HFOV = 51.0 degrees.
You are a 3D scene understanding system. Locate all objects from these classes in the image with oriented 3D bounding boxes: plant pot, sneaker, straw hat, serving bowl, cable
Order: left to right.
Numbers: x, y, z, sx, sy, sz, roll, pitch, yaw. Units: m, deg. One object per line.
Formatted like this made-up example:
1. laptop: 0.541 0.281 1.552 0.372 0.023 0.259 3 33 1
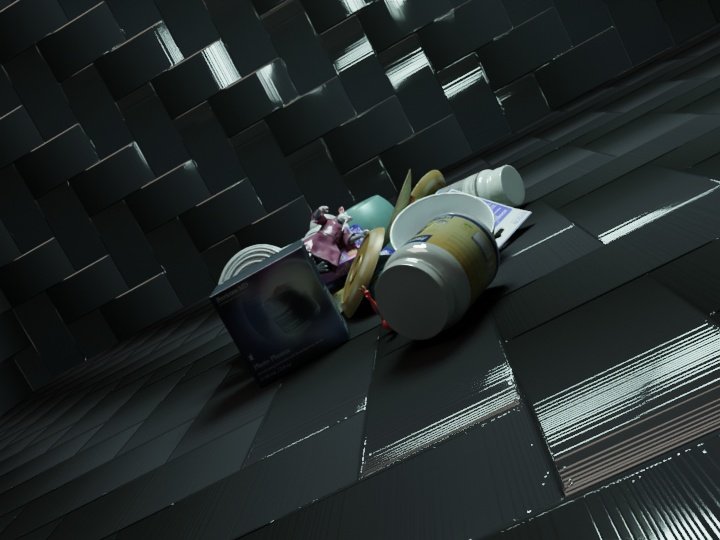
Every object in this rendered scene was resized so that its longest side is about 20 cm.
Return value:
1. cable: -0.202 0.048 1.562 0.201 0.199 0.069 -57 -21 0
2. plant pot: 0.000 0.000 1.573 0.200 0.027 0.202 -158 89 -83
3. plant pot: 0.028 -0.101 2.010 0.199 0.162 0.201 -28 9 5
4. sneaker: 0.039 0.022 1.558 0.130 0.080 0.199 -34 10 -40
5. straw hat: 0.108 -0.109 1.618 0.201 0.084 0.203 23 -90 -88
6. plant pot: 0.162 -0.148 1.866 0.027 0.202 0.200 27 41 24
7. serving bowl: 0.158 -0.059 1.423 0.197 0.066 0.201 -10 42 9

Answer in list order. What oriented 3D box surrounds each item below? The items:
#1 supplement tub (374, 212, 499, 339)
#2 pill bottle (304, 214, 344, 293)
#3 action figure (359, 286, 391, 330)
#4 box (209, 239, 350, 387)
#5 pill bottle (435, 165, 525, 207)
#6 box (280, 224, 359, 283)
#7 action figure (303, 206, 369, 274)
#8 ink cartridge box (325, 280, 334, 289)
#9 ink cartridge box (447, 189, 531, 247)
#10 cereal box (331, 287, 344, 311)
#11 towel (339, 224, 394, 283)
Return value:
1. supplement tub: 0.121 0.007 1.175 0.143 0.146 0.200 -21 11 38
2. pill bottle: -0.090 -0.039 1.893 0.111 0.111 0.202 -24 46 27
3. action figure: 0.067 0.038 1.339 0.065 0.100 0.200 -24 13 27
4. box: -0.152 0.079 1.438 0.198 0.200 0.123 -29 9 1
5. pill bottle: 0.276 -0.167 1.763 0.199 0.115 0.114 -20 12 43
6. box: -0.099 -0.026 1.732 0.198 0.039 0.137 -25 43 -1
7. action figure: -0.071 -0.062 1.681 0.149 0.134 0.201 -43 11 44
8. ink cartridge box: -0.145 0.026 1.760 0.119 0.042 0.200 -34 41 -9
9. ink cartridge box: 0.212 -0.077 1.517 0.199 0.044 0.198 21 48 36
10. cereal box: -0.113 0.114 1.635 0.143 0.040 0.200 -26 9 27
11. towel: -0.001 -0.030 1.755 0.147 0.050 0.199 -32 43 -23
